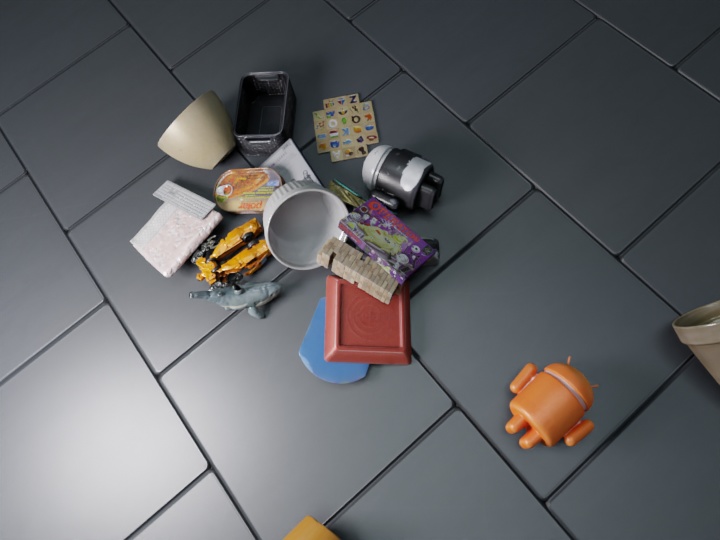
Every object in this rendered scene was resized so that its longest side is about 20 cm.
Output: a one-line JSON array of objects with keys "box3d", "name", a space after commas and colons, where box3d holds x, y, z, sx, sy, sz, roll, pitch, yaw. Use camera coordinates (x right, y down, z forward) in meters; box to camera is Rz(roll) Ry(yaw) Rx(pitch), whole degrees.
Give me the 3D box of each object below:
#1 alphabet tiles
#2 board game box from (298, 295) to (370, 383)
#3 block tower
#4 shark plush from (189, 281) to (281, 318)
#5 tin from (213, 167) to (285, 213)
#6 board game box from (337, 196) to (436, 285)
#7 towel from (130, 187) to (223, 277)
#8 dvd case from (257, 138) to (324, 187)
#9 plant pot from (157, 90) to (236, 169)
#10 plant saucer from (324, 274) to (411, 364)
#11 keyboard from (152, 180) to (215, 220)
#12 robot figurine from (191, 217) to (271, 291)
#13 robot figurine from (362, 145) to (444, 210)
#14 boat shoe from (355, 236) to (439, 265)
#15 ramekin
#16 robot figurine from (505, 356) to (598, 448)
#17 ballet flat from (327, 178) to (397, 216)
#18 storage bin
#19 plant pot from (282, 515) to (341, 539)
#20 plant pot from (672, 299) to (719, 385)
[{"box3d": [-0.041, -0.386, 1.368, 0.164, 0.006, 0.202, -10, 69, 3], "name": "alphabet tiles"}, {"box3d": [-0.044, 0.157, 1.152, 0.157, 0.039, 0.202, 22, 69, -1], "name": "board game box"}, {"box3d": [0.000, 0.000, 1.129, 0.199, 0.054, 0.058, 29, 60, 7], "name": "block tower"}, {"box3d": [-0.287, 0.044, 1.165, 0.198, 0.083, 0.092, 13, 61, -24], "name": "shark plush"}, {"box3d": [-0.280, -0.200, 1.292, 0.198, 0.042, 0.113, 2, 77, 20], "name": "tin"}, {"box3d": [0.059, -0.070, 1.140, 0.200, 0.032, 0.120, 42, 52, 14], "name": "board game box"}, {"box3d": [-0.468, -0.101, 1.281, 0.190, 0.032, 0.201, 32, 77, 31], "name": "towel"}, {"box3d": [-0.181, -0.216, 1.290, 0.150, 0.025, 0.201, -38, 68, 12], "name": "dvd case"}, {"box3d": [-0.402, -0.344, 1.317, 0.134, 0.200, 0.201, 44, 78, -16], "name": "plant pot"}, {"box3d": [0.021, 0.105, 1.140, 0.197, 0.037, 0.202, 4, 69, -8], "name": "plant saucer"}, {"box3d": [-0.451, -0.181, 1.295, 0.199, 0.011, 0.057, 26, 71, 28], "name": "keyboard"}, {"box3d": [-0.312, -0.032, 1.245, 0.199, 0.058, 0.145, -35, 70, -7], "name": "robot figurine"}, {"box3d": [0.100, -0.222, 1.231, 0.199, 0.150, 0.126, 27, 112, 15], "name": "robot figurine"}, {"box3d": [0.088, -0.059, 1.199, 0.197, 0.074, 0.069, 2, 64, 5], "name": "boat shoe"}, {"box3d": [-0.132, -0.113, 1.182, 0.199, 0.201, 0.105, -31, 36, -5], "name": "ramekin"}, {"box3d": [0.384, 0.270, 1.021, 0.200, 0.117, 0.144, -41, 31, -8], "name": "robot figurine"}, {"box3d": [-0.002, -0.155, 1.254, 0.199, 0.071, 0.071, 31, 76, 16], "name": "ballet flat"}, {"box3d": [-0.253, -0.418, 1.360, 0.134, 0.094, 0.202, 0, 69, 7], "name": "storage bin"}, {"box3d": [-0.106, 0.575, 0.941, 0.199, 0.201, 0.184, 31, 62, 16], "name": "plant pot"}, {"box3d": [0.754, 0.153, 0.993, 0.198, 0.200, 0.175, -23, 85, -2], "name": "plant pot"}]
